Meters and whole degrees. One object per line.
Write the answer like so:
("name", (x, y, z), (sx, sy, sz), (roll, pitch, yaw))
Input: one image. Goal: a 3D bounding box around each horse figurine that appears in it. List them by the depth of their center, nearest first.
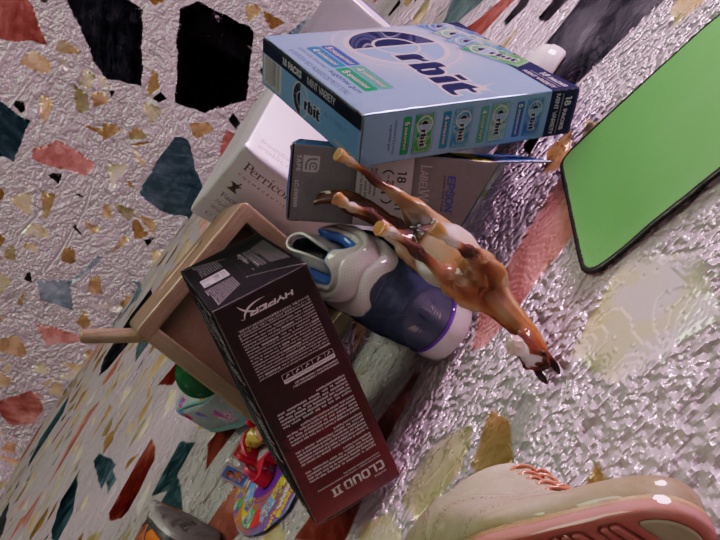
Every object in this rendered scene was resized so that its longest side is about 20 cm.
("horse figurine", (0.044, -0.016, 0.530), (0.050, 0.132, 0.200), (-53, 37, 3))

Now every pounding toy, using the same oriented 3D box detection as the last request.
("pounding toy", (-0.144, 0.051, 0.803), (0.200, 0.184, 0.142), (-52, 16, -12))

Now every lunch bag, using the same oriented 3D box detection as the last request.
("lunch bag", (-0.149, 0.102, 1.007), (0.160, 0.077, 0.200), (-31, 30, 56))

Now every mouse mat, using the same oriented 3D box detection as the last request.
("mouse mat", (0.212, -0.100, 0.530), (0.200, 0.008, 0.161), (-44, 22, 32))

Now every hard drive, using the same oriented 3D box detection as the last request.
("hard drive", (0.012, -0.225, 0.949), (0.132, 0.200, 0.025), (-43, 14, 35))

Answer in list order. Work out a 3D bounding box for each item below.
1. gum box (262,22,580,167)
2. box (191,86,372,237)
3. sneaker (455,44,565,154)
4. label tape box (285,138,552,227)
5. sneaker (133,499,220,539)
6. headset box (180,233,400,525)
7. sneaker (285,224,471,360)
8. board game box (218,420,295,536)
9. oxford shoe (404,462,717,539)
("gum box", (0.045, -0.151, 0.653), (0.170, 0.200, 0.045), (46, 141, 44))
("box", (-0.049, -0.107, 0.903), (0.131, 0.199, 0.200), (-40, 22, 43))
("sneaker", (0.102, -0.151, 0.761), (0.200, 0.085, 0.073), (-45, 2, 30))
("label tape box", (0.041, -0.072, 0.671), (0.144, 0.200, 0.063), (-102, 16, -79))
("sneaker", (-0.206, 0.306, 0.826), (0.112, 0.077, 0.200), (-67, 9, -18))
("headset box", (-0.055, 0.084, 0.617), (0.077, 0.200, 0.149), (-28, 18, -13))
("sneaker", (0.000, 0.000, 0.678), (0.081, 0.146, 0.200), (-56, 18, 0))
("board game box", (-0.083, 0.160, 0.791), (0.200, 0.039, 0.158), (-62, 18, -15))
("oxford shoe", (0.081, 0.120, 0.388), (0.200, 0.071, 0.074), (-35, 24, 48))
